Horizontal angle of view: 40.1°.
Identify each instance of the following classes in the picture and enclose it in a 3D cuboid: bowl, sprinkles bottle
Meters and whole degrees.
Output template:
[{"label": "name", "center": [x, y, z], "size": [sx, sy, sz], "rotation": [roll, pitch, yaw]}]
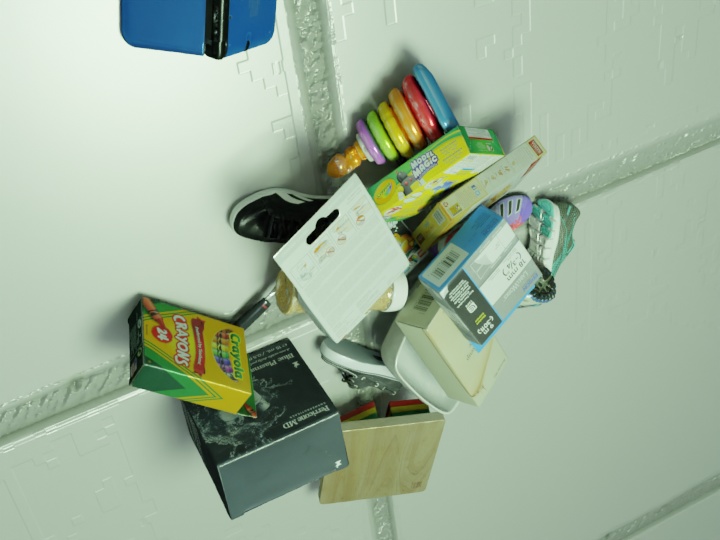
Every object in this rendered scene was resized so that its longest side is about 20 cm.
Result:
[{"label": "bowl", "center": [0.119, 0.111, 1.616], "size": [0.200, 0.074, 0.202], "rotation": [42, 71, -40]}, {"label": "sprinkles bottle", "center": [-0.026, 0.029, 1.460], "size": [0.196, 0.068, 0.069], "rotation": [-1, 120, -31]}]

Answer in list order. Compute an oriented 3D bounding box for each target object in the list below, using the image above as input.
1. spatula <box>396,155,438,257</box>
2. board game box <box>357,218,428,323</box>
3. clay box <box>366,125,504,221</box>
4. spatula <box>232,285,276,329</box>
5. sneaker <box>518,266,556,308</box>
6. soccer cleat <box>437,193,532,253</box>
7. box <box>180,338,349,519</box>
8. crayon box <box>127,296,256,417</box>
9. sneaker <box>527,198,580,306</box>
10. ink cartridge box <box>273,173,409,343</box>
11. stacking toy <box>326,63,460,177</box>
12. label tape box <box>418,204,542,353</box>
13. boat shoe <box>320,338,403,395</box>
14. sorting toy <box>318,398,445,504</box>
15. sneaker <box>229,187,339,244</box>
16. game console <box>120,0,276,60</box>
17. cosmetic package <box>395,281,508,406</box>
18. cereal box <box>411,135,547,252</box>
[{"label": "spatula", "center": [0.099, -0.105, 1.528], "size": [0.056, 0.021, 0.201], "rotation": [-39, 131, -11]}, {"label": "board game box", "center": [0.000, 0.000, 1.528], "size": [0.200, 0.035, 0.126], "rotation": [-45, 131, 2]}, {"label": "clay box", "center": [0.096, -0.132, 1.401], "size": [0.198, 0.048, 0.114], "rotation": [-32, 167, 31]}, {"label": "spatula", "center": [-0.130, 0.031, 1.470], "size": [0.200, 0.021, 0.056], "rotation": [-46, 133, 4]}, {"label": "sneaker", "center": [0.224, 0.035, 1.605], "size": [0.197, 0.079, 0.085], "rotation": [8, 156, -32]}, {"label": "soccer cleat", "center": [0.215, -0.063, 1.578], "size": [0.198, 0.073, 0.069], "rotation": [-26, 126, -30]}, {"label": "box", "center": [-0.148, 0.231, 1.480], "size": [0.193, 0.200, 0.119], "rotation": [-21, 129, -17]}, {"label": "crayon box", "center": [-0.227, 0.124, 1.392], "size": [0.197, 0.128, 0.051], "rotation": [20, 126, -31]}, {"label": "sneaker", "center": [0.328, -0.029, 1.683], "size": [0.090, 0.078, 0.203], "rotation": [-11, 127, -30]}, {"label": "ink cartridge box", "center": [-0.031, -0.019, 1.350], "size": [0.160, 0.047, 0.201], "rotation": [-46, 135, -11]}, {"label": "stacking toy", "center": [0.036, -0.190, 1.395], "size": [0.198, 0.111, 0.116], "rotation": [-30, 166, 10]}, {"label": "label tape box", "center": [0.192, 0.027, 1.452], "size": [0.145, 0.063, 0.200], "rotation": [-48, 128, -7]}, {"label": "boat shoe", "center": [0.002, 0.165, 1.620], "size": [0.198, 0.070, 0.067], "rotation": [19, 108, -46]}, {"label": "sorting toy", "center": [0.027, 0.301, 1.684], "size": [0.194, 0.070, 0.203], "rotation": [-4, 134, -15]}, {"label": "sneaker", "center": [-0.077, -0.061, 1.391], "size": [0.196, 0.112, 0.074], "rotation": [-5, 122, -28]}, {"label": "game console", "center": [-0.189, -0.371, 1.187], "size": [0.170, 0.117, 0.204], "rotation": [-35, 140, -50]}, {"label": "cosmetic package", "center": [0.145, 0.109, 1.540], "size": [0.104, 0.072, 0.201], "rotation": [-54, 130, -22]}, {"label": "cereal box", "center": [0.178, -0.114, 1.483], "size": [0.198, 0.040, 0.144], "rotation": [-34, 173, -20]}]
